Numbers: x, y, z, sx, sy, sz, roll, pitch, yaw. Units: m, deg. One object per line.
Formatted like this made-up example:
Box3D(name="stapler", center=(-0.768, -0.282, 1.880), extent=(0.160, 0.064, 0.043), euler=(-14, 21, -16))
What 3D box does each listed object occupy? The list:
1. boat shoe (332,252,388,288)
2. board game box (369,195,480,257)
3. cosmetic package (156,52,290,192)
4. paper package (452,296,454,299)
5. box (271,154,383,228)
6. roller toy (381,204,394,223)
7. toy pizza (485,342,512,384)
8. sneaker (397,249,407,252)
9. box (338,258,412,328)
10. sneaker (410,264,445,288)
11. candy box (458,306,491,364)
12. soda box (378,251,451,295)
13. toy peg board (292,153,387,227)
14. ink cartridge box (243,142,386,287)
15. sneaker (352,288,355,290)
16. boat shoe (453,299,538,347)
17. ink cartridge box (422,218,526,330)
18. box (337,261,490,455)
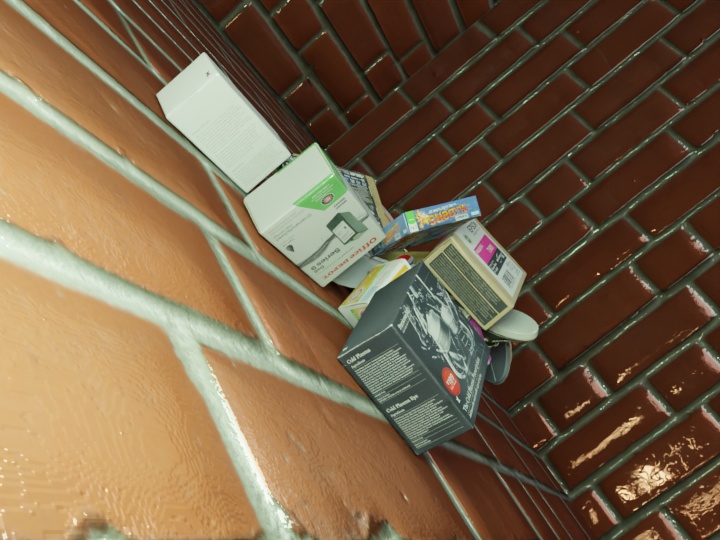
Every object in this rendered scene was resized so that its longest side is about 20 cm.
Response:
Box3D(name="boat shoe", center=(0.000, 0.000, 1.286), extent=(0.198, 0.074, 0.065), euler=(23, 4, -18))
Box3D(name="board game box", center=(0.101, -0.072, 1.169), extent=(0.200, 0.134, 0.035), euler=(148, -74, -71))
Box3D(name="cosmetic package", center=(-0.208, -0.223, 1.062), extent=(0.200, 0.101, 0.072), euler=(46, 8, -51))
Box3D(name="paper package", center=(0.176, 0.146, 1.506), extent=(0.190, 0.102, 0.203), euler=(33, 42, -70))
Box3D(name="box", center=(-0.062, -0.136, 1.297), extent=(0.198, 0.049, 0.163), euler=(10, 44, -33))
Box3D(name="roller toy", center=(0.009, -0.089, 1.707), extent=(0.199, 0.139, 0.184), euler=(26, 31, -55))
Box3D(name="toy pizza", center=(0.283, 0.146, 1.491), extent=(0.200, 0.031, 0.203), euler=(170, -90, -75))
Box3D(name="sneaker", center=(0.024, -0.071, 1.525), extent=(0.198, 0.075, 0.085), euler=(26, -16, 26))
Box3D(name="box", center=(0.075, 0.095, 1.160), extent=(0.201, 0.113, 0.101), euler=(51, -29, -14))
Box3D(name="sneaker", center=(0.122, 0.020, 1.336), extent=(0.200, 0.072, 0.072), euler=(-35, -110, 64))
Box3D(name="candy box", center=(0.137, 0.119, 1.296), extent=(0.198, 0.061, 0.137), euler=(16, -37, 40))
Box3D(name="soda box", center=(0.126, 0.006, 1.417), extent=(0.068, 0.197, 0.065), euler=(65, 33, -44))
Box3D(name="toy peg board", center=(-0.058, -0.113, 1.398), extent=(0.198, 0.098, 0.201), euler=(12, 44, -30))
Box3D(name="ink cartridge box", center=(-0.066, -0.082, 1.093), extent=(0.200, 0.145, 0.084), euler=(44, 11, -53))
Box3D(name="sneaker", center=(-0.031, -0.041, 1.447), extent=(0.201, 0.074, 0.106), euler=(55, 7, 12))
Box3D(name="boat shoe", center=(0.243, 0.107, 1.287), extent=(0.198, 0.070, 0.065), euler=(15, -57, 41))
Box3D(name="ink cartridge box", center=(0.214, -0.004, 1.248), extent=(0.165, 0.075, 0.200), euler=(48, 26, 0))
Box3D(name="box", center=(0.086, 0.120, 0.987), extent=(0.183, 0.104, 0.200), euler=(50, 29, -10))
